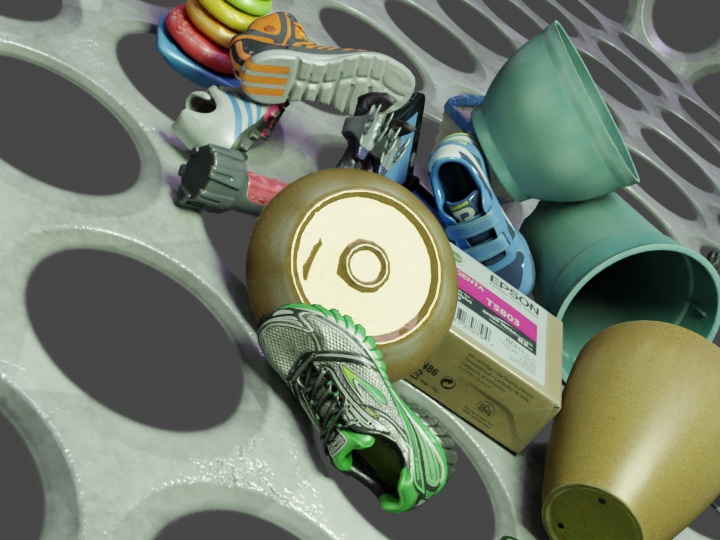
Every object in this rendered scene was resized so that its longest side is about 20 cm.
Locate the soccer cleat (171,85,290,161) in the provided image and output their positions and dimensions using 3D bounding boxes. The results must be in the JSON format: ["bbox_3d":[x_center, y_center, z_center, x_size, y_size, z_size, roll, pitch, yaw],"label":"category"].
[{"bbox_3d":[-0.130,-0.168,1.169,0.086,0.070,0.200,35,27,-4],"label":"soccer cleat"}]

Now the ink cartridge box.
[{"bbox_3d":[0.101,0.059,1.106,0.199,0.075,0.165,34,29,-8],"label":"ink cartridge box"}]

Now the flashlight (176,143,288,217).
[{"bbox_3d":[-0.079,-0.078,1.091,0.199,0.068,0.068,16,69,-46],"label":"flashlight"}]

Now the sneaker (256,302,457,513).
[{"bbox_3d":[-0.009,0.106,0.898,0.200,0.078,0.085,44,28,8],"label":"sneaker"}]

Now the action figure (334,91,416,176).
[{"bbox_3d":[-0.015,-0.066,1.068,0.069,0.201,0.130,10,-19,44],"label":"action figure"}]

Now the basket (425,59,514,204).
[{"bbox_3d":[0.184,-0.182,1.428,0.176,0.200,0.139,-6,50,-53],"label":"basket"}]

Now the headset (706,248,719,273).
[{"bbox_3d":[0.377,-0.020,1.503,0.199,0.095,0.123,30,13,37],"label":"headset"}]

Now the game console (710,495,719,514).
[{"bbox_3d":[0.450,0.180,1.250,0.118,0.172,0.200,22,43,24],"label":"game console"}]

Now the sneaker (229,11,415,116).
[{"bbox_3d":[-0.043,-0.225,1.184,0.199,0.078,0.112,5,37,-27],"label":"sneaker"}]

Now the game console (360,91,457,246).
[{"bbox_3d":[0.075,-0.088,1.257,0.118,0.174,0.200,15,24,12],"label":"game console"}]

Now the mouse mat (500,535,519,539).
[{"bbox_3d":[0.201,0.311,0.924,0.199,0.008,0.161,29,29,-20],"label":"mouse mat"}]

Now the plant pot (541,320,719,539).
[{"bbox_3d":[0.245,0.174,1.024,0.186,0.187,0.200,42,40,6],"label":"plant pot"}]

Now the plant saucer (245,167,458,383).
[{"bbox_3d":[0.000,0.000,0.985,0.199,0.035,0.202,5,74,-17],"label":"plant saucer"}]

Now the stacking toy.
[{"bbox_3d":[-0.131,-0.303,1.228,0.116,0.200,0.110,26,30,-21],"label":"stacking toy"}]

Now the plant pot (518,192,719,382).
[{"bbox_3d":[0.277,0.010,1.290,0.199,0.201,0.196,24,22,-26],"label":"plant pot"}]

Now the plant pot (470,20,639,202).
[{"bbox_3d":[0.208,-0.158,1.266,0.201,0.134,0.201,51,22,-30],"label":"plant pot"}]

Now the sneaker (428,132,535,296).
[{"bbox_3d":[0.127,-0.051,1.242,0.201,0.074,0.082,63,20,-3],"label":"sneaker"}]
